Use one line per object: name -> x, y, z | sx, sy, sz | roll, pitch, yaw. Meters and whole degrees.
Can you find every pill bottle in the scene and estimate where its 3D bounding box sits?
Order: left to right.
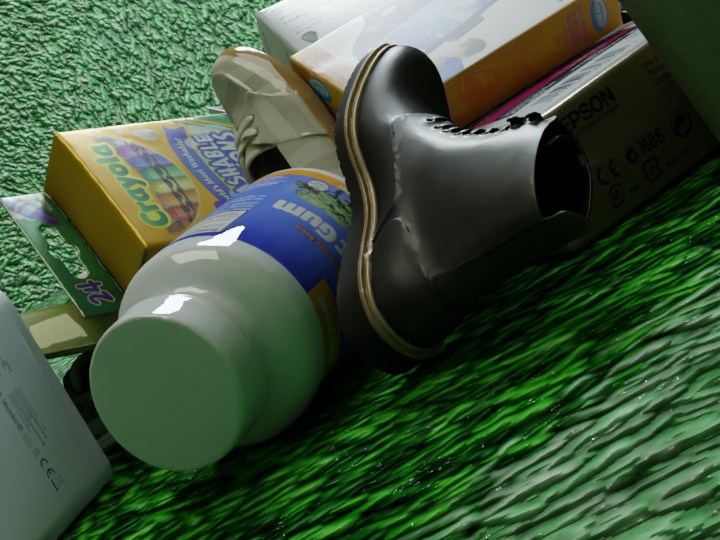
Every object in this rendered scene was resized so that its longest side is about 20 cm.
pill bottle -> -0.059, 0.024, 0.757 | 0.112, 0.112, 0.200 | -26, 10, 26

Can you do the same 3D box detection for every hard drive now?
hard drive -> -0.211, 0.101, 0.764 | 0.025, 0.132, 0.200 | -26, 9, 19

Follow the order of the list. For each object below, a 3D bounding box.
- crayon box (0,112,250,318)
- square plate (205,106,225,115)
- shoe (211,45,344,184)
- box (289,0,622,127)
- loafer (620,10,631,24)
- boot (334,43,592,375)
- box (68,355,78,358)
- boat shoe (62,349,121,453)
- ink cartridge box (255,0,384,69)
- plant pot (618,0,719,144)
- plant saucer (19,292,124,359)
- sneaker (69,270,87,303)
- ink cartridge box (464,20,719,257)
crayon box -> -0.116, -0.043, 0.933 | 0.199, 0.126, 0.052 | -13, -43, -38
square plate -> -0.003, -0.100, 1.143 | 0.199, 0.029, 0.198 | 14, 9, 13
shoe -> -0.040, -0.067, 0.893 | 0.053, 0.200, 0.070 | -30, -26, -26
box -> 0.068, -0.150, 0.897 | 0.200, 0.042, 0.119 | -35, 40, -15
loafer -> 0.212, -0.159, 1.017 | 0.200, 0.072, 0.073 | -36, 10, -32
boot -> 0.058, -0.060, 0.709 | 0.138, 0.077, 0.201 | -36, 43, 38
box -> -0.167, 0.033, 1.309 | 0.200, 0.049, 0.117 | -33, 9, -32
boat shoe -> -0.164, 0.081, 0.944 | 0.072, 0.066, 0.200 | -37, 11, -36
ink cartridge box -> 0.037, -0.139, 0.998 | 0.145, 0.084, 0.200 | -27, 41, -14
plant pot -> 0.199, -0.162, 0.698 | 0.200, 0.184, 0.200 | -29, 8, 5
plant saucer -> -0.174, 0.036, 0.961 | 0.199, 0.031, 0.200 | -12, -2, 0
sneaker -> -0.124, -0.013, 1.067 | 0.199, 0.081, 0.077 | -17, -27, 11
ink cartridge box -> 0.137, -0.084, 0.839 | 0.200, 0.075, 0.165 | -35, 11, -22
